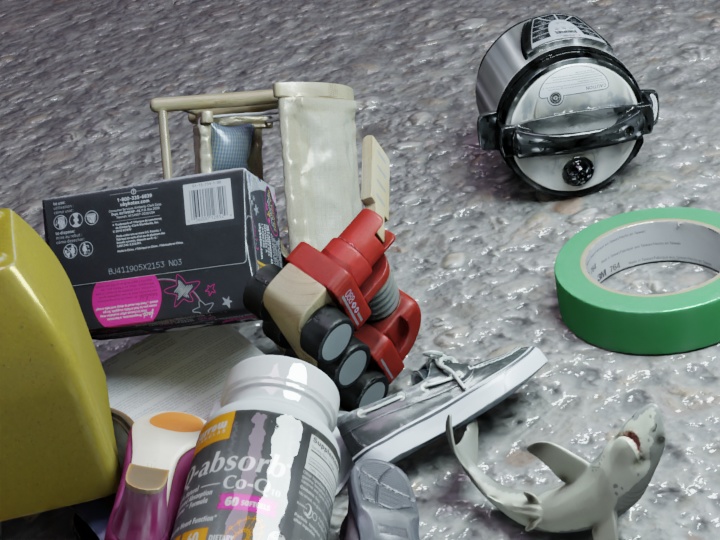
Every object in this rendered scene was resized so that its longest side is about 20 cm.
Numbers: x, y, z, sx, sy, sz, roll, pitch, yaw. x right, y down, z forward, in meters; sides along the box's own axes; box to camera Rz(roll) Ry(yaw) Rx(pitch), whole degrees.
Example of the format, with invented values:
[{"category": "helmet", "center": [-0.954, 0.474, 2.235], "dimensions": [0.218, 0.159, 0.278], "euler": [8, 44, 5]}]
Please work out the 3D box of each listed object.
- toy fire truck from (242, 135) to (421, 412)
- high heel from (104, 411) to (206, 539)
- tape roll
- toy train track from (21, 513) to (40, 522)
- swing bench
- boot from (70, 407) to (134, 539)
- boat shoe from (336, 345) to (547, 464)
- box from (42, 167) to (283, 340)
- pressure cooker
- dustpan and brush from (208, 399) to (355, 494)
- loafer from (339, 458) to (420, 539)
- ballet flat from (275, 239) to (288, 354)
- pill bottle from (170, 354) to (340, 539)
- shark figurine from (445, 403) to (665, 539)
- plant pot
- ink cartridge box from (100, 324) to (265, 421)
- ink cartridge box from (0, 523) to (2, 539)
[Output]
[{"category": "toy fire truck", "center": [0.000, 0.000, 1.213], "dimensions": [0.128, 0.176, 0.200], "euler": [33, 75, 31]}, {"category": "high heel", "center": [-0.158, 0.179, 1.063], "dimensions": [0.067, 0.097, 0.200], "euler": [10, 13, -4]}, {"category": "tape roll", "center": [0.287, 0.006, 1.295], "dimensions": [0.198, 0.049, 0.201], "euler": [-9, 28, 5]}, {"category": "toy train track", "center": [-0.296, 0.158, 1.254], "dimensions": [0.115, 0.032, 0.201], "euler": [-43, 33, 17]}, {"category": "swing bench", "center": [-0.101, -0.086, 1.419], "dimensions": [0.198, 0.201, 0.130], "euler": [-5, -1, 14]}, {"category": "boot", "center": [-0.222, 0.178, 1.143], "dimensions": [0.096, 0.075, 0.199], "euler": [-24, 34, -36]}, {"category": "boat shoe", "center": [0.069, 0.104, 1.162], "dimensions": [0.198, 0.068, 0.074], "euler": [-28, -11, -15]}, {"category": "box", "center": [-0.179, -0.012, 1.262], "dimensions": [0.198, 0.134, 0.115], "euler": [-8, -8, 9]}, {"category": "pressure cooker", "center": [0.230, -0.183, 1.530], "dimensions": [0.176, 0.178, 0.200], "euler": [-47, 23, 17]}, {"category": "dustpan and brush", "center": [-0.079, 0.185, 1.121], "dimensions": [0.138, 0.058, 0.200], "euler": [5, 24, 7]}, {"category": "loafer", "center": [0.014, 0.227, 1.006], "dimensions": [0.071, 0.063, 0.201], "euler": [16, 31, -12]}, {"category": "ballet flat", "center": [-0.080, 0.013, 1.313], "dimensions": [0.067, 0.046, 0.201], "euler": [-31, 73, 2]}, {"category": "pill bottle", "center": [-0.076, 0.171, 1.016], "dimensions": [0.115, 0.117, 0.201], "euler": [-4, 47, 15]}, {"category": "shark figurine", "center": [0.160, 0.169, 1.048], "dimensions": [0.089, 0.130, 0.213], "euler": [-4, -3, -44]}, {"category": "plant pot", "center": [-0.315, 0.068, 1.087], "dimensions": [0.193, 0.202, 0.195], "euler": [-13, 28, -9]}, {"category": "ink cartridge box", "center": [-0.150, 0.130, 1.264], "dimensions": [0.160, 0.050, 0.200], "euler": [-29, 49, -29]}, {"category": "ink cartridge box", "center": [-0.370, 0.235, 1.098], "dimensions": [0.143, 0.084, 0.200], "euler": [-16, 30, -9]}]
